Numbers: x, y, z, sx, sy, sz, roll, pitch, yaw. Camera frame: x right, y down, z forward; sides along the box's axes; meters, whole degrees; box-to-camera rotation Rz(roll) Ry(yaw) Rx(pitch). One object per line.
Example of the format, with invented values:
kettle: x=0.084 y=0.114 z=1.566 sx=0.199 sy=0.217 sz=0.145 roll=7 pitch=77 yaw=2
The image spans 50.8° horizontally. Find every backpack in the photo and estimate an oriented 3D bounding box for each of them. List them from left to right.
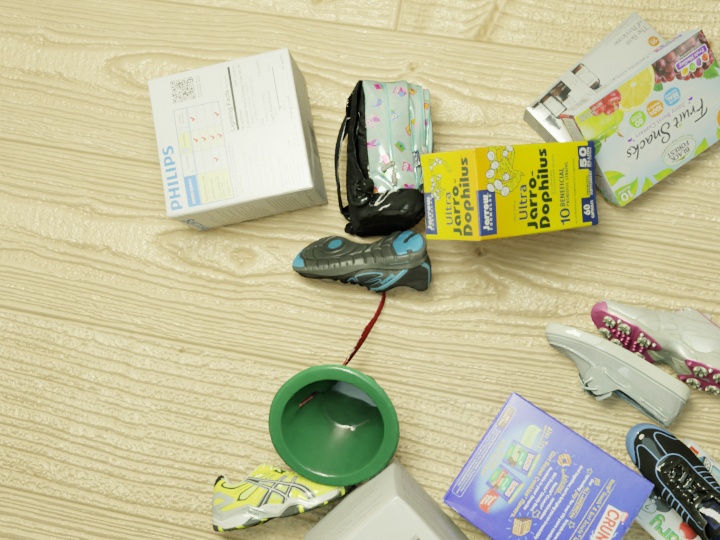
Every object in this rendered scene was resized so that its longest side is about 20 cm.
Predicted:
backpack: x=0.036 y=-0.155 z=1.022 sx=0.126 sy=0.167 sz=0.201 roll=2 pitch=79 yaw=-13

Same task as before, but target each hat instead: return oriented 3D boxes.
hat: x=-0.009 y=0.165 z=1.026 sx=0.200 sy=0.176 sz=0.166 roll=-38 pitch=96 yaw=20

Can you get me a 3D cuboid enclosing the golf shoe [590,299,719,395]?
golf shoe: x=0.401 y=0.082 z=0.990 sx=0.200 sy=0.075 sz=0.092 roll=29 pitch=65 yaw=11

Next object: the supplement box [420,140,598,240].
supplement box: x=0.188 y=-0.101 z=0.953 sx=0.199 sy=0.109 sz=0.109 roll=-9 pitch=97 yaw=-30

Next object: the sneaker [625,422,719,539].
sneaker: x=0.406 y=0.269 z=0.917 sx=0.070 sy=0.078 sz=0.200 roll=-42 pitch=79 yaw=1

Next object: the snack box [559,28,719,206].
snack box: x=0.384 y=-0.199 z=0.999 sx=0.200 sy=0.053 sz=0.142 roll=-35 pitch=108 yaw=0

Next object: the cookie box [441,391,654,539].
cookie box: x=0.233 y=0.281 z=0.959 sx=0.200 sy=0.075 sz=0.171 roll=33 pitch=88 yaw=20

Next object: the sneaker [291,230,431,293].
sneaker: x=0.000 y=0.000 z=1.034 sx=0.199 sy=0.082 sz=0.073 roll=-1 pitch=41 yaw=25

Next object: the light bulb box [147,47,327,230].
light bulb box: x=-0.166 y=-0.175 z=1.051 sx=0.199 sy=0.125 sz=0.199 roll=-11 pitch=82 yaw=6

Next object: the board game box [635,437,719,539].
board game box: x=0.452 y=0.329 z=0.961 sx=0.200 sy=0.035 sz=0.126 roll=42 pitch=90 yaw=10

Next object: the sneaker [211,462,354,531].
sneaker: x=-0.106 y=0.291 z=1.013 sx=0.199 sy=0.075 sz=0.077 roll=-13 pitch=72 yaw=-1

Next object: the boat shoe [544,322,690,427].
boat shoe: x=0.323 y=0.137 z=0.983 sx=0.200 sy=0.070 sz=0.072 roll=28 pitch=83 yaw=6

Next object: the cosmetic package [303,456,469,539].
cosmetic package: x=0.035 y=0.357 z=0.914 sx=0.166 sy=0.200 sz=0.167 roll=-42 pitch=88 yaw=1

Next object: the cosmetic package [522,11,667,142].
cosmetic package: x=0.326 y=-0.254 z=1.042 sx=0.200 sy=0.051 sz=0.083 roll=-42 pitch=81 yaw=0
